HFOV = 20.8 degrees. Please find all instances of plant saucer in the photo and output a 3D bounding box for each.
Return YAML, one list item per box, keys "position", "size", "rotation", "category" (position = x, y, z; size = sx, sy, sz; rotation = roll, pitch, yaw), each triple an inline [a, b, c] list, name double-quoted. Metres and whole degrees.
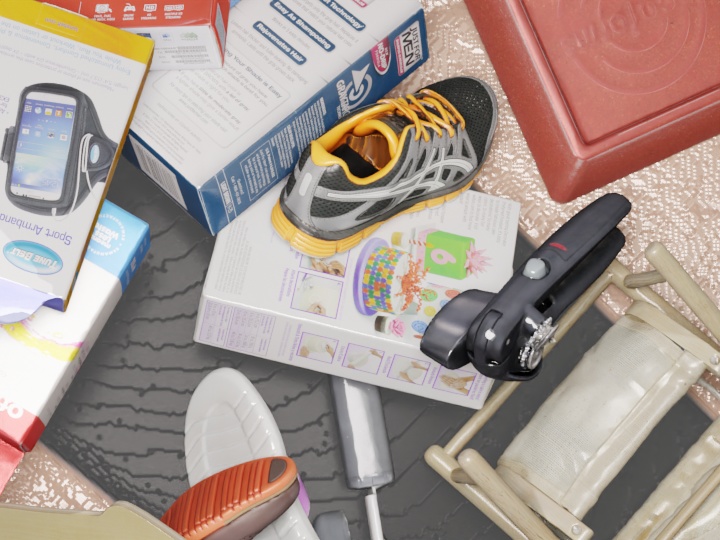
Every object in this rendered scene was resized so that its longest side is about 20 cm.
- position: [0.189, -0.177, 1.390]
  size: [0.199, 0.037, 0.201]
  rotation: [-24, 90, -7]
  category: "plant saucer"

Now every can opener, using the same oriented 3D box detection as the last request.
- position: [-0.012, 0.135, 1.334]
  size: [0.067, 0.053, 0.201]
  rotation: [-10, 83, -5]
  category: "can opener"
- position: [0.121, 0.004, 1.264]
  size: [0.078, 0.064, 0.200]
  rotation: [33, 49, 21]
  category: "can opener"

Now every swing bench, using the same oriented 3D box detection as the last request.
- position: [0.188, 0.122, 1.317]
  size: [0.200, 0.130, 0.199]
  rotation: [44, 81, -4]
  category: "swing bench"

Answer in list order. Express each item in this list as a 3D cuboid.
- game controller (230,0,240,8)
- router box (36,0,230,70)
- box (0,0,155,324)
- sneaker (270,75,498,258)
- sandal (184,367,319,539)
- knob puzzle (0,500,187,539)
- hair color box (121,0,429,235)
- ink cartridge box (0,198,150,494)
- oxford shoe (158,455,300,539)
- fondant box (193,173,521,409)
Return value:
- position: [-0.074, -0.195, 1.373]
  size: [0.104, 0.042, 0.201]
  rotation: [16, 83, -3]
  category: "game controller"
- position: [-0.184, -0.218, 1.311]
  size: [0.199, 0.049, 0.180]
  rotation: [-1, 60, 7]
  category: "router box"
- position: [-0.212, -0.066, 1.202]
  size: [0.119, 0.041, 0.201]
  rotation: [18, 75, -4]
  category: "box"
- position: [0.027, -0.082, 1.302]
  size: [0.078, 0.077, 0.200]
  rotation: [38, 51, 19]
  category: "sneaker"
- position: [-0.061, 0.163, 1.326]
  size: [0.082, 0.050, 0.203]
  rotation: [-33, 70, 28]
  category: "sandal"
- position: [-0.146, 0.238, 1.244]
  size: [0.219, 0.030, 0.221]
  rotation: [3, 104, 14]
  category: "knob puzzle"
- position: [-0.059, -0.125, 1.303]
  size: [0.200, 0.061, 0.100]
  rotation: [-40, 62, -16]
  category: "hair color box"
- position: [-0.230, 0.034, 1.236]
  size: [0.116, 0.067, 0.201]
  rotation: [29, 78, -1]
  category: "ink cartridge box"
- position: [-0.108, 0.195, 1.298]
  size: [0.200, 0.071, 0.073]
  rotation: [-36, 105, 18]
  category: "oxford shoe"
- position: [0.000, 0.000, 1.317]
  size: [0.199, 0.058, 0.145]
  rotation: [13, 51, -2]
  category: "fondant box"
